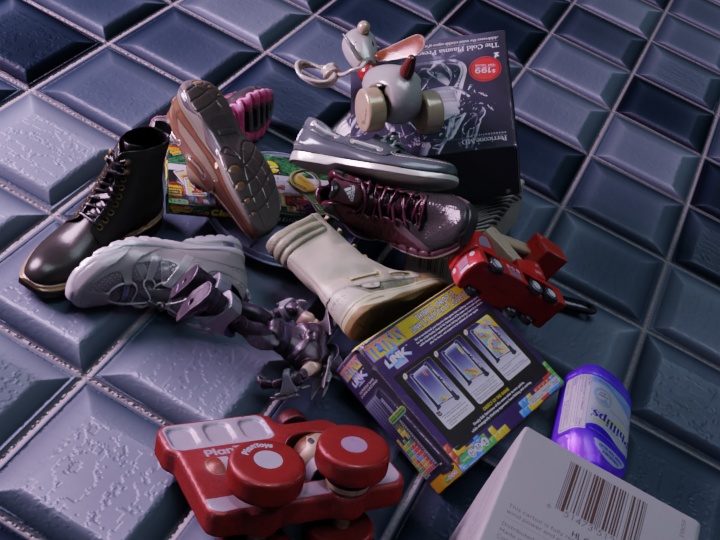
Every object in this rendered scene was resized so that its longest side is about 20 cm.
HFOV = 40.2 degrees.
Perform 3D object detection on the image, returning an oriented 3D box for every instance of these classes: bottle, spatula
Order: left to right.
[{"bbox_3d":[0.204,0.020,1.242,0.200,0.021,0.057,20,36,-4],"label":"spatula"},{"bbox_3d":[0.239,0.190,1.035,0.084,0.065,0.200,43,38,-15],"label":"bottle"}]

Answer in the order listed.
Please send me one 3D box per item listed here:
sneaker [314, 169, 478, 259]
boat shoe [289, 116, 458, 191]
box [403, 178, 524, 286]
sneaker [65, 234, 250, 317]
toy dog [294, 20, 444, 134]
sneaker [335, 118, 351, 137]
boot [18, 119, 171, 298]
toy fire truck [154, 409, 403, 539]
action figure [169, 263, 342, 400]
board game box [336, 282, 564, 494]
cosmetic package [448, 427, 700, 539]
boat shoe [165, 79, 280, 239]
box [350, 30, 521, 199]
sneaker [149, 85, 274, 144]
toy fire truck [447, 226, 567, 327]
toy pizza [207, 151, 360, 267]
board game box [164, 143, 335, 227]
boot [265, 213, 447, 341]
[{"bbox_3d":[0.024,-0.066,1.089,0.200,0.076,0.115,6,-13,45],"label":"sneaker"},{"bbox_3d":[0.018,-0.134,1.115,0.200,0.073,0.062,11,81,18],"label":"boat shoe"},{"bbox_3d":[0.134,-0.056,1.248,0.082,0.068,0.200,20,39,19],"label":"box"},{"bbox_3d":[-0.206,0.012,1.037,0.200,0.075,0.082,-11,57,-26],"label":"sneaker"},{"bbox_3d":[0.025,-0.238,1.136,0.132,0.096,0.200,-21,51,-35],"label":"toy dog"},{"bbox_3d":[0.061,-0.141,1.324,0.200,0.078,0.091,8,48,-3],"label":"sneaker"},{"bbox_3d":[-0.281,-0.072,1.046,0.077,0.138,0.200,30,43,9],"label":"boot"},{"bbox_3d":[-0.071,0.181,0.901,0.200,0.112,0.168,-5,29,-29],"label":"toy fire truck"},{"bbox_3d":[-0.095,0.064,1.016,0.200,0.069,0.130,31,26,-26],"label":"action figure"},{"bbox_3d":[0.099,0.115,1.049,0.200,0.057,0.165,-29,72,-42],"label":"board game box"},{"bbox_3d":[0.147,0.277,0.807,0.167,0.200,0.166,27,41,7],"label":"cosmetic package"},{"bbox_3d":[-0.159,-0.120,1.125,0.076,0.072,0.200,-13,71,-51],"label":"boat shoe"},{"bbox_3d":[0.093,-0.186,1.227,0.200,0.104,0.182,-6,60,9],"label":"box"},{"bbox_3d":[-0.193,-0.199,1.279,0.095,0.079,0.200,27,38,24],"label":"sneaker"},{"bbox_3d":[0.174,-0.007,1.147,0.200,0.049,0.141,26,31,-33],"label":"toy fire truck"},{"bbox_3d":[-0.095,-0.071,1.204,0.200,0.032,0.200,11,45,-11],"label":"toy pizza"},{"bbox_3d":[-0.133,-0.101,1.180,0.200,0.023,0.105,4,45,-18],"label":"board game box"},{"bbox_3d":[0.000,0.000,1.112,0.155,0.072,0.200,42,27,22],"label":"boot"}]
